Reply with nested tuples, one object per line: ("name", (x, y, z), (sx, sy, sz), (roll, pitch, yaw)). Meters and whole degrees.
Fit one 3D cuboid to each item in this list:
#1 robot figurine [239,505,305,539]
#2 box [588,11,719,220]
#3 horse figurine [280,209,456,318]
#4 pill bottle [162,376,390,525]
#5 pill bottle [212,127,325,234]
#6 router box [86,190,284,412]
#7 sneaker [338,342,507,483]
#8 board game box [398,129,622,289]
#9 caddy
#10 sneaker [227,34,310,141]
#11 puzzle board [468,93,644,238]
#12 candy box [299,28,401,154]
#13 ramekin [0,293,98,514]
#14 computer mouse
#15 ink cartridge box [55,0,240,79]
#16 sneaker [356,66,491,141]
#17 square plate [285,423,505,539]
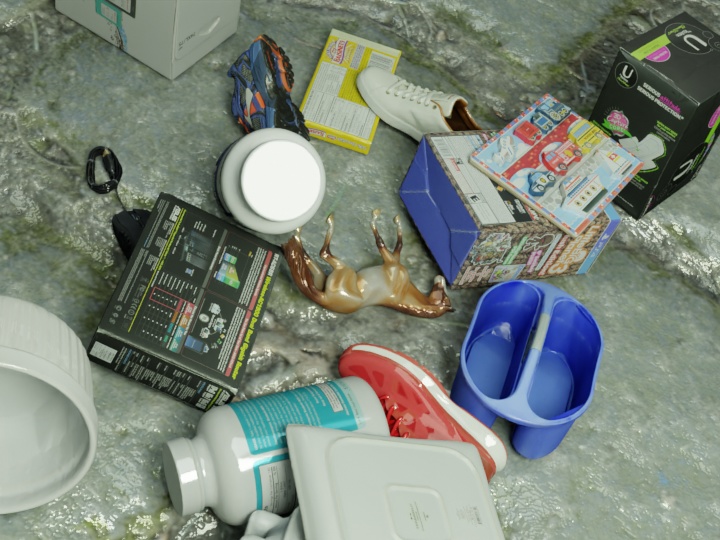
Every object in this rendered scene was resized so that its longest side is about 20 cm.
("robot figurine", (-0.013, 0.275, 0.954), (0.199, 0.113, 0.170), (18, 24, 3))
("box", (0.379, -0.195, 1.391), (0.148, 0.200, 0.124), (-32, 64, -33))
("horse figurine", (0.000, 0.000, 1.222), (0.199, 0.050, 0.133), (-5, 73, -30))
("pill bottle", (-0.079, 0.171, 1.028), (0.199, 0.111, 0.111), (-10, 53, -22))
("pill bottle", (-0.097, -0.095, 1.182), (0.110, 0.200, 0.112), (-1, 94, -12))
("router box", (-0.175, 0.031, 1.135), (0.149, 0.062, 0.201), (25, 48, -11))
("sneaker", (0.039, 0.161, 1.089), (0.200, 0.079, 0.116), (33, 49, 16))
("board game box", (0.172, -0.077, 1.293), (0.199, 0.097, 0.160), (-6, 51, -28))
("caddy", (0.175, 0.095, 1.151), (0.141, 0.105, 0.200), (20, 45, 6))
("sneaker", (-0.117, -0.189, 1.360), (0.075, 0.078, 0.201), (24, 48, -50))
("puzzle board", (0.235, -0.130, 1.288), (0.150, 0.017, 0.200), (37, 46, 13))
("candy box", (-0.015, -0.238, 1.448), (0.102, 0.026, 0.201), (17, 48, 1))
("ramekin", (-0.329, 0.112, 0.967), (0.199, 0.201, 0.105), (3, 41, -11))
("computer mouse", (-0.263, -0.076, 1.245), (0.058, 0.034, 0.200), (-19, 57, -26))
("ink cartridge box", (-0.271, -0.378, 1.425), (0.199, 0.146, 0.147), (32, 51, 13))
("sneaker", (0.087, -0.210, 1.396), (0.200, 0.085, 0.073), (39, 47, 10))
("square plate", (0.044, 0.213, 0.934), (0.197, 0.029, 0.201), (10, 41, -24))
